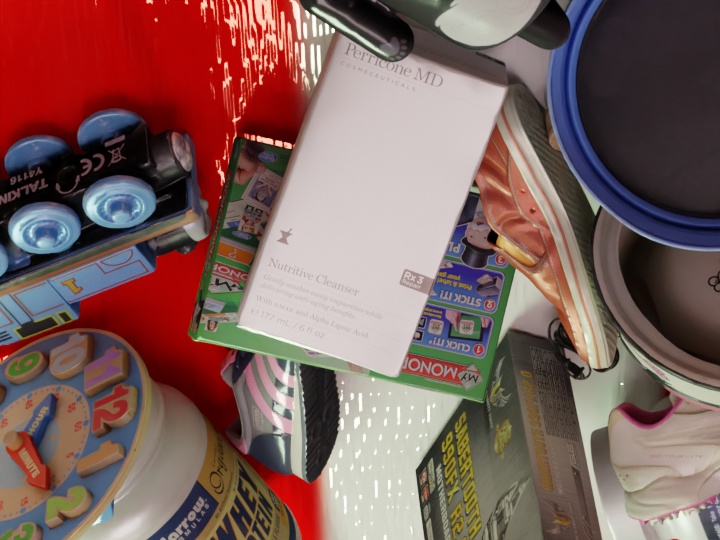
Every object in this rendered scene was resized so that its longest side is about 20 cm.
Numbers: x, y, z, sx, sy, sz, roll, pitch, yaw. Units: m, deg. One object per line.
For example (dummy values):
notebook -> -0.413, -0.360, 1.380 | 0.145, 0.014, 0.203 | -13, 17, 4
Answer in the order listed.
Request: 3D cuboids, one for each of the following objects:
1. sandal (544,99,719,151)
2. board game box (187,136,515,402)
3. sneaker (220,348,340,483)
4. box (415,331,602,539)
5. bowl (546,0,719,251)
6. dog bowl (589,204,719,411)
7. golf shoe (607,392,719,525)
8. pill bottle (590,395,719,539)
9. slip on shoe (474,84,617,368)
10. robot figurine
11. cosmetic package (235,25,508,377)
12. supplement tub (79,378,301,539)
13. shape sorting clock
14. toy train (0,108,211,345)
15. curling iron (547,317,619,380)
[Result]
sandal -> 0.225, -0.086, 1.560 | 0.212, 0.070, 0.078 | -11, 158, 8
board game box -> 0.000, 0.000, 1.623 | 0.200, 0.029, 0.135 | 13, 94, -14
sneaker -> -0.061, 0.056, 1.704 | 0.082, 0.070, 0.200 | 17, 125, 21
box -> 0.100, 0.168, 1.721 | 0.048, 0.200, 0.158 | 14, 132, -20
bowl -> 0.213, -0.113, 1.502 | 0.200, 0.039, 0.201 | 1, 98, 8
dog bowl -> 0.247, 0.004, 1.586 | 0.200, 0.200, 0.074 | -5, 151, 2
golf shoe -> 0.257, 0.097, 1.660 | 0.200, 0.075, 0.092 | -24, 86, 12
pill bottle -> 0.270, 0.133, 1.755 | 0.200, 0.116, 0.116 | -16, 132, 11
slip on shoe -> 0.115, -0.024, 1.606 | 0.061, 0.074, 0.200 | -20, 110, 23
robot figurine -> 0.046, -0.204, 1.422 | 0.200, 0.150, 0.125 | 27, 161, -26
cosmetic package -> 0.007, -0.050, 1.533 | 0.113, 0.081, 0.200 | 18, 108, -3
supplement tub -> -0.146, 0.168, 1.747 | 0.144, 0.144, 0.200 | -24, 131, 19
shape sorting clock -> -0.223, 0.121, 1.660 | 0.200, 0.200, 0.039 | -23, 132, 18
toy train -> -0.188, -0.029, 1.605 | 0.200, 0.087, 0.114 | -21, 140, 14
curling iron -> 0.227, 0.062, 1.708 | 0.200, 0.050, 0.026 | 8, 176, 7
